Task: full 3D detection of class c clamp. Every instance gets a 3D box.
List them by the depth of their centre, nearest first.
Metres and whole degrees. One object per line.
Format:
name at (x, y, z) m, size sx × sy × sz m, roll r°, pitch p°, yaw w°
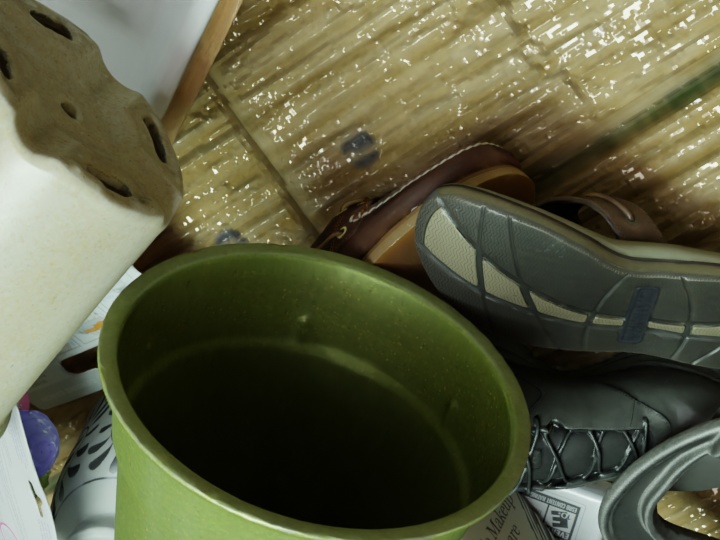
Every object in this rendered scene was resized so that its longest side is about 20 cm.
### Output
c clamp at (0.223, 0.110, 1.151) m, size 0.199 × 0.027 × 0.171 m, roll 14°, pitch 137°, yaw -12°

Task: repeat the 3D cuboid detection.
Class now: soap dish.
soap dish at (-0.141, -0.174, 1.156) m, size 0.199 × 0.081 × 0.158 m, roll 32°, pitch 122°, yaw 5°

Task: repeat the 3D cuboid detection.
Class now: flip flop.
flip flop at (0.121, -0.004, 1.141) m, size 0.199 × 0.058 × 0.081 m, roll 10°, pitch 137°, yaw -8°

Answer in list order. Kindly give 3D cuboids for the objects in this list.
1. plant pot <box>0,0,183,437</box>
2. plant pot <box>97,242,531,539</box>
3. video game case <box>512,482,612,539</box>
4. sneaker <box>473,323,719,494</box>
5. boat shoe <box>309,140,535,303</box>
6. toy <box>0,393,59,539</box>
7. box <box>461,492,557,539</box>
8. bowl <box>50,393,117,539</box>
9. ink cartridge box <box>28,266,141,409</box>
plant pot at (-0.189, -0.022, 1.088) m, size 0.183 × 0.201 × 0.201 m, roll -41°, pitch 96°, yaw 20°
plant pot at (-0.043, 0.123, 1.113) m, size 0.199 × 0.200 × 0.191 m, roll 25°, pitch 125°, yaw 9°
video game case at (0.022, 0.157, 1.288) m, size 0.199 × 0.024 × 0.183 m, roll 21°, pitch 121°, yaw 10°
sneaker at (0.101, 0.081, 1.180) m, size 0.199 × 0.091 × 0.076 m, roll 7°, pitch 115°, yaw 17°
boat shoe at (0.000, 0.000, 1.191) m, size 0.200 × 0.070 × 0.071 m, roll -42°, pitch 51°, yaw 19°
toy at (-0.198, 0.087, 1.277) m, size 0.200 × 0.047 × 0.116 m, roll 20°, pitch 130°, yaw 52°
box at (0.090, 0.197, 1.222) m, size 0.068 × 0.082 × 0.200 m, roll -33°, pitch 103°, yaw 30°
bowl at (-0.101, 0.159, 1.271) m, size 0.200 × 0.094 × 0.202 m, roll 14°, pitch 117°, yaw 29°
ink cartridge box at (-0.185, -0.016, 1.256) m, size 0.160 × 0.047 × 0.200 m, roll -21°, pitch 128°, yaw 41°
